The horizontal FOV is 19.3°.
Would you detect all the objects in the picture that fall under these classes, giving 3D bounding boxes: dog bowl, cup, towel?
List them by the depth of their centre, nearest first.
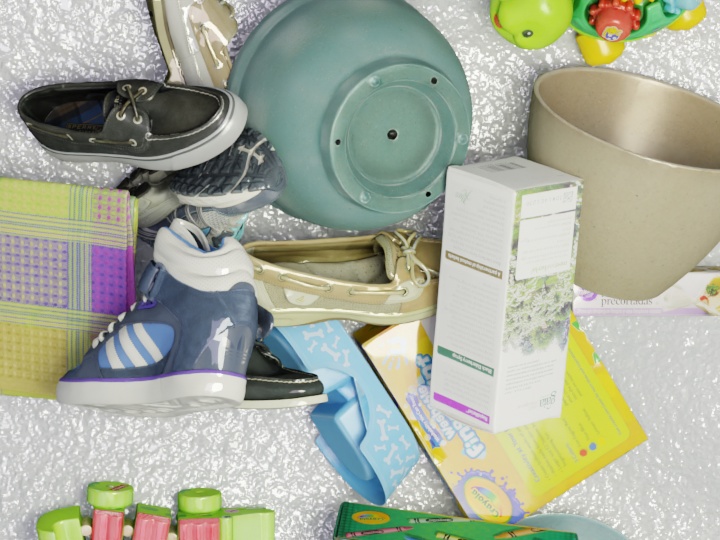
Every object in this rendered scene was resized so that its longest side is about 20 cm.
[{"bbox_3d":[-0.247,0.020,1.706,0.143,0.023,0.200,6,113,11],"label":"towel"},{"bbox_3d":[0.218,-0.061,1.718,0.200,0.200,0.143,11,115,-8],"label":"cup"},{"bbox_3d":[-0.021,0.099,1.742,0.050,0.111,0.200,-36,100,-18],"label":"dog bowl"}]

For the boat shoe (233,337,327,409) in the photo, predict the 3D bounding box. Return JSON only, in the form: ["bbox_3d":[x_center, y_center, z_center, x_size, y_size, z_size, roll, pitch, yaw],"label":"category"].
[{"bbox_3d":[-0.108,0.073,1.700,0.074,0.199,0.066,-1,94,-45],"label":"boat shoe"}]

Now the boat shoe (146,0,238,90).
[{"bbox_3d":[-0.133,-0.196,1.708,0.068,0.075,0.200,-13,109,-6],"label":"boat shoe"}]

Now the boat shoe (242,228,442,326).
[{"bbox_3d":[-0.001,-0.002,1.686,0.200,0.073,0.063,-3,134,-10],"label":"boat shoe"}]

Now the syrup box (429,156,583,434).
[{"bbox_3d":[0.113,0.019,1.654,0.079,0.081,0.200,-11,113,-40],"label":"syrup box"}]

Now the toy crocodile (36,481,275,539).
[{"bbox_3d":[-0.169,0.217,1.760,0.200,0.062,0.068,4,97,-8],"label":"toy crocodile"}]

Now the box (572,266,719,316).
[{"bbox_3d":[0.273,0.017,1.796,0.200,0.041,0.039,0,97,-6],"label":"box"}]

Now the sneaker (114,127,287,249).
[{"bbox_3d":[-0.114,-0.054,1.681,0.086,0.200,0.078,49,59,-25],"label":"sneaker"}]

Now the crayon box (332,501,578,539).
[{"bbox_3d":[0.073,0.266,1.741,0.200,0.058,0.119,7,118,2],"label":"crayon box"}]

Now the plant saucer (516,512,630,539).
[{"bbox_3d":[0.162,0.303,1.822,0.201,0.039,0.201,-1,97,-7],"label":"plant saucer"}]

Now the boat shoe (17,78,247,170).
[{"bbox_3d":[-0.184,-0.119,1.663,0.200,0.057,0.069,-2,63,31],"label":"boat shoe"}]

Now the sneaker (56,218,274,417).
[{"bbox_3d":[-0.156,0.036,1.653,0.081,0.200,0.147,16,73,-44],"label":"sneaker"}]

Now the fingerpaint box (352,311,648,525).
[{"bbox_3d":[0.116,0.096,1.772,0.167,0.073,0.200,-33,100,-2],"label":"fingerpaint box"}]

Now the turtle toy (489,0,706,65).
[{"bbox_3d":[0.197,-0.240,1.722,0.200,0.101,0.146,-24,100,-3],"label":"turtle toy"}]

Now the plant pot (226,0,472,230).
[{"bbox_3d":[0.007,-0.117,1.672,0.200,0.134,0.201,-7,109,-20],"label":"plant pot"}]
